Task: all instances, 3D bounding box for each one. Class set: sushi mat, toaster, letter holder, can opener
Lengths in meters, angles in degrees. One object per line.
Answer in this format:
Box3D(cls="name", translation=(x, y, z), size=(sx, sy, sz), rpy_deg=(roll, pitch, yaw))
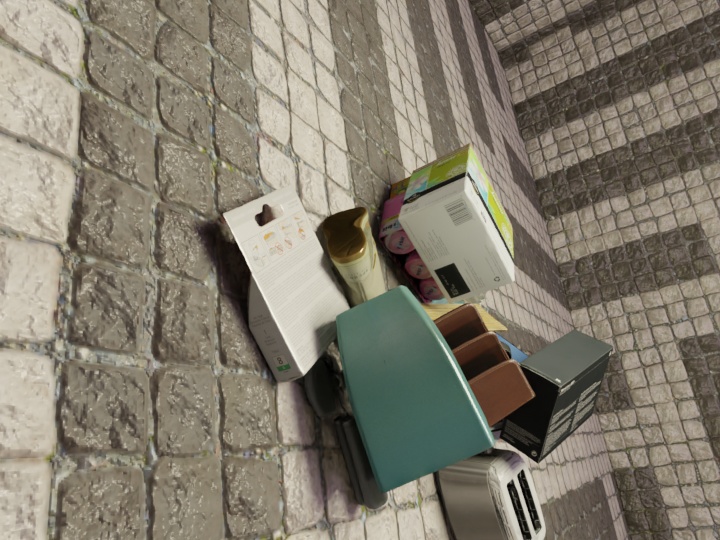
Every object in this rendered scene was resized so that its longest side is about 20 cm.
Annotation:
Box3D(cls="sushi mat", translation=(0.183, 0.089, 1.006), size=(0.197, 0.012, 0.096), rpy_deg=(4, 29, -35))
Box3D(cls="toaster", translation=(0.217, 0.389, 0.875), size=(0.113, 0.128, 0.204), rpy_deg=(-11, 83, -44))
Box3D(cls="letter holder", translation=(0.122, 0.162, 0.763), size=(0.143, 0.198, 0.101), rpy_deg=(56, 1, -25))
Box3D(cls="can opener", translation=(-0.021, 0.204, 0.674), size=(0.066, 0.052, 0.203), rpy_deg=(-20, 89, -28))

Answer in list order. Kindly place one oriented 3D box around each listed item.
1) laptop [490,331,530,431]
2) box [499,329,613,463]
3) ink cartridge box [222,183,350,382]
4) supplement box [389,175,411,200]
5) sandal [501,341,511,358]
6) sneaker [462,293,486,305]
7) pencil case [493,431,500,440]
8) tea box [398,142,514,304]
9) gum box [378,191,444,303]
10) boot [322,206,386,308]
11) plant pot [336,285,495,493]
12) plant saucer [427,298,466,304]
Box3D(cls="laptop", translation=(0.210, 0.173, 0.932), size=(0.186, 0.117, 0.199), rpy_deg=(37, 10, 33))
Box3D(cls="box", translation=(0.322, 0.197, 0.865), size=(0.198, 0.078, 0.144), rpy_deg=(-14, 122, -43))
Box3D(cls="ink cartridge box", translation=(-0.093, 0.009, 0.656), size=(0.202, 0.050, 0.161), rpy_deg=(63, 29, -9))
Box3D(cls="supplement box", translation=(0.138, -0.105, 1.121), size=(0.201, 0.066, 0.070), rpy_deg=(51, 34, -35))
Box3D(cls="sandal", translation=(0.162, 0.133, 0.900), size=(0.048, 0.197, 0.076), rpy_deg=(-78, -179, -49))
Box3D(cls="sneaker", translation=(0.246, 0.069, 1.173), size=(0.076, 0.090, 0.203), rpy_deg=(-60, 134, -56))
Box3D(cls="pencil case", translation=(0.299, 0.288, 1.034), size=(0.090, 0.198, 0.084), rpy_deg=(37, 49, -37))
Box3D(cls="tea box", translation=(0.183, -0.088, 0.975), size=(0.201, 0.132, 0.198), rpy_deg=(55, 29, -25))
Box3D(cls="gum box", translation=(0.117, -0.041, 1.041), size=(0.201, 0.065, 0.115), rpy_deg=(51, 32, -32))
Box3D(cls="boot", translation=(0.000, 0.000, 0.796), size=(0.201, 0.071, 0.157), rpy_deg=(-97, 169, -64))
Box3D(cls="plant pot", translation=(0.055, 0.128, 0.653), size=(0.141, 0.139, 0.203), rpy_deg=(22, 45, -81))
Box3D(cls="plant saucer", translation=(0.159, 0.087, 1.054), size=(0.200, 0.069, 0.019), rpy_deg=(-30, 141, -62))
